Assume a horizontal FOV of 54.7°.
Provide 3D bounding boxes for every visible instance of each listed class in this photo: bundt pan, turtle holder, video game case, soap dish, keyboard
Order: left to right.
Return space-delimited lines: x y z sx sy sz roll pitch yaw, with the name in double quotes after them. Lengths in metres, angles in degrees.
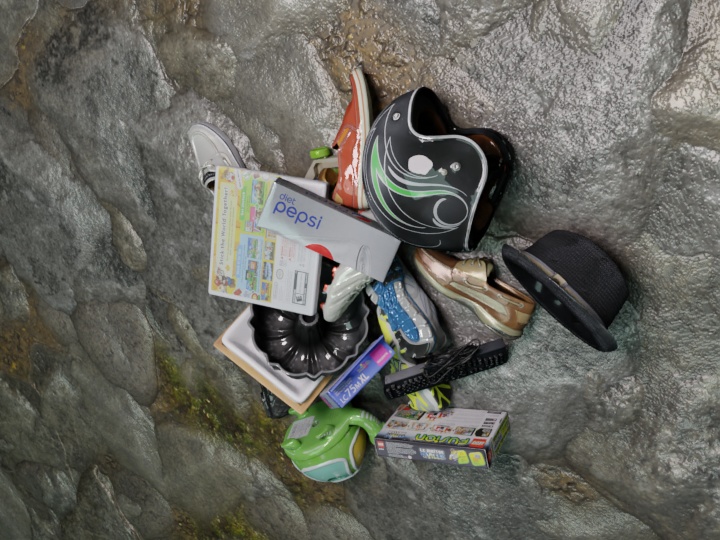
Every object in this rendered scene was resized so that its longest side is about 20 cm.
-0.142 -0.046 1.059 0.178 0.023 0.205 11 105 14 "video game case"
-0.130 0.137 1.211 0.198 0.158 0.082 34 153 14 "soap dish"
-0.085 0.090 1.147 0.200 0.203 0.076 35 157 13 "bundt pan"
-0.043 0.299 1.254 0.184 0.141 0.133 -34 112 -2 "turtle holder"
0.128 0.158 1.049 0.196 0.040 0.105 -19 143 4 "keyboard"

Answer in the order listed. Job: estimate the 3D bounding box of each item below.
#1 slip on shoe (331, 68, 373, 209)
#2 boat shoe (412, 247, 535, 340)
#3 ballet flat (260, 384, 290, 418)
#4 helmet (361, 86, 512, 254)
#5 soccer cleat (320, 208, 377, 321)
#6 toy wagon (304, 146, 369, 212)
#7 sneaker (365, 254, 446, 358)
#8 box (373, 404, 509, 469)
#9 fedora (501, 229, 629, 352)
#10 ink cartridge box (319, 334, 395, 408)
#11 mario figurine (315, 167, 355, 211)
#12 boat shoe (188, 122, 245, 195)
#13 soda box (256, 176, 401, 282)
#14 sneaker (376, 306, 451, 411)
-0.012 -0.191 1.007 0.060 0.074 0.205 2 89 8 "slip on shoe"
0.171 0.015 1.026 0.199 0.076 0.075 37 115 9 "boat shoe"
-0.172 0.187 1.329 0.066 0.056 0.204 -140 40 -66 "ballet flat"
0.092 -0.133 0.934 0.188 0.200 0.204 24 122 19 "helmet"
0.000 0.000 1.065 0.076 0.069 0.203 27 109 6 "soccer cleat"
-0.039 -0.119 1.110 0.196 0.039 0.158 0 110 32 "toy wagon"
0.072 0.046 1.097 0.075 0.086 0.203 -38 66 30 "sneaker"
0.131 0.266 1.132 0.196 0.110 0.035 -2 111 32 "box"
0.283 0.012 0.925 0.092 0.201 0.201 -44 85 1 "fedora"
-0.007 0.165 1.104 0.042 0.119 0.200 45 166 5 "ink cartridge box"
-0.100 -0.082 1.109 0.198 0.105 0.126 -30 58 27 "mario figurine"
-0.242 -0.166 1.189 0.070 0.070 0.202 -34 86 34 "boat shoe"
-0.043 -0.059 0.987 0.197 0.064 0.069 25 102 -6 "soda box"
0.071 0.147 1.138 0.076 0.075 0.203 -23 97 36 "sneaker"
